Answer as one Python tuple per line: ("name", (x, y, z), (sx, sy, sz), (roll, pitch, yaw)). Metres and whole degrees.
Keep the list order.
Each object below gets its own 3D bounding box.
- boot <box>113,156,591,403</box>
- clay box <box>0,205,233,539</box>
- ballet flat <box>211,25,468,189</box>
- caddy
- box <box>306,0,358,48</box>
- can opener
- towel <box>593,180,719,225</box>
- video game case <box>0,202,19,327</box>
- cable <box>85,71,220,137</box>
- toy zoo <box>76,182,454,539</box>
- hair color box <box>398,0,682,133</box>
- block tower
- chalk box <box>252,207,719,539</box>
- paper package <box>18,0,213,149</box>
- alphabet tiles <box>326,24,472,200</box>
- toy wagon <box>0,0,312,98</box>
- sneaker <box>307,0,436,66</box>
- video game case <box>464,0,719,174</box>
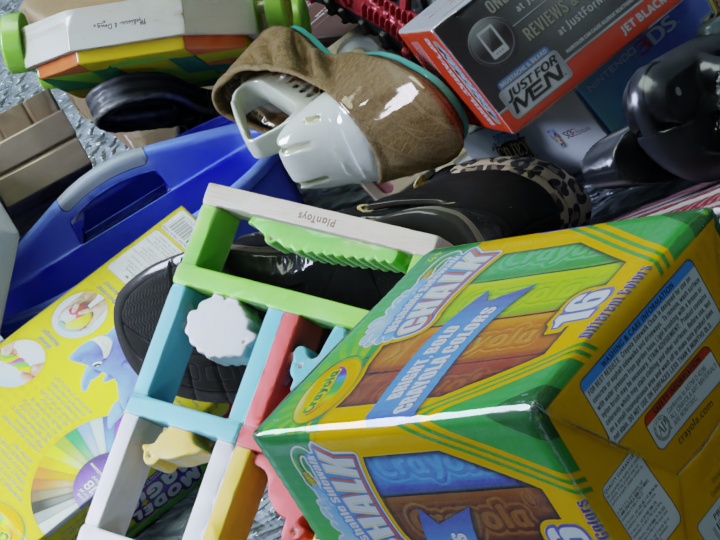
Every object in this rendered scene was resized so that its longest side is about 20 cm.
("boot", (0.000, 0.000, 1.344), (0.199, 0.073, 0.150), (-18, 4, 33))
("clay box", (-0.126, 0.069, 1.401), (0.200, 0.048, 0.115), (-38, 52, -14))
("ballet flat", (-0.020, -0.076, 1.439), (0.072, 0.068, 0.200), (-33, 28, -16))
("caddy", (-0.113, -0.012, 1.545), (0.200, 0.105, 0.141), (-31, 21, 3))
("box", (0.032, -0.135, 1.667), (0.100, 0.075, 0.200), (-42, 21, -25))
("can opener", (0.177, -0.089, 1.299), (0.078, 0.064, 0.200), (0, 21, 45))
("towel", (0.125, -0.014, 1.231), (0.144, 0.023, 0.200), (-22, 1, 27))
("video game case", (-0.220, 0.042, 1.527), (0.023, 0.183, 0.200), (10, 12, -17))
("cable", (-0.085, -0.079, 1.631), (0.097, 0.051, 0.200), (-15, -6, 11))
("toy zoo", (-0.046, 0.069, 1.236), (0.131, 0.020, 0.201), (13, 80, 37))
("hair color box", (0.084, -0.121, 1.354), (0.111, 0.064, 0.200), (-38, 4, 0))
("block tower", (-0.180, -0.044, 1.662), (0.058, 0.054, 0.200), (-28, -11, -9))
("chalk box", (0.056, 0.068, 1.096), (0.200, 0.124, 0.125), (-9, 30, 47))
("paper package", (-0.102, -0.173, 1.901), (0.200, 0.104, 0.191), (-35, 22, -8))
("alphabet tiles", (0.059, -0.122, 1.541), (0.200, 0.008, 0.167), (-37, 61, -13))
("toy wagon", (-0.105, -0.123, 1.600), (0.154, 0.040, 0.200), (-7, -5, 8))
("sneaker", (0.030, -0.168, 1.538), (0.095, 0.200, 0.079), (-35, -25, -28))
("video game case", (0.156, -0.121, 1.419), (0.200, 0.045, 0.181), (-41, 5, -14))
